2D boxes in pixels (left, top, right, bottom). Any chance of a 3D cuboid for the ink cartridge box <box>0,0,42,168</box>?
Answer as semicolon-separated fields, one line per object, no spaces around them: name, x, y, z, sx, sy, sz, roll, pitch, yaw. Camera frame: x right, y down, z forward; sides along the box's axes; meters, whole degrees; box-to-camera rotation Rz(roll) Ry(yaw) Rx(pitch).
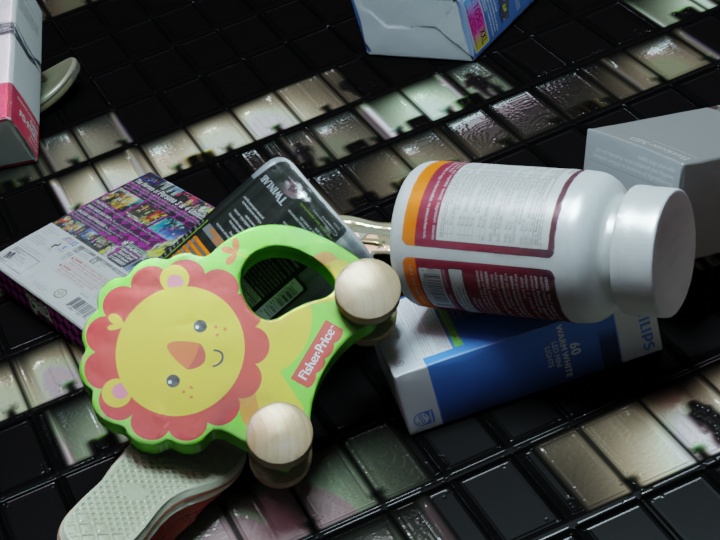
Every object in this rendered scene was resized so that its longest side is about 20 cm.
ink cartridge box;-0.410;-0.202;1.989;0.144;0.084;0.200;-10;57;10

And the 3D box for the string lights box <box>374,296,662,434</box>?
string lights box;0.113;0.043;1.447;0.200;0.059;0.103;-18;31;-3

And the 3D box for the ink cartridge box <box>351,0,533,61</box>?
ink cartridge box;0.102;-0.298;1.987;0.136;0.076;0.200;8;37;34

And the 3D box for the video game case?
video game case;-0.208;-0.009;1.702;0.181;0.036;0.200;-32;34;-24

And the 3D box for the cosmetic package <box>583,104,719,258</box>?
cosmetic package;0.273;-0.072;1.478;0.200;0.090;0.107;-11;24;-39

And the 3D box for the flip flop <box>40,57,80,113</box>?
flip flop;-0.399;-0.194;2.068;0.199;0.058;0.081;-12;31;7

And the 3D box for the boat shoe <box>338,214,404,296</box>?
boat shoe;0.000;0.000;1.562;0.199;0.072;0.065;-3;32;11

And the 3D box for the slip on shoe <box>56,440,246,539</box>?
slip on shoe;-0.150;0.167;1.369;0.074;0.061;0.200;29;34;15

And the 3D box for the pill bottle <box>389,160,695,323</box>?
pill bottle;0.130;-0.020;1.377;0.200;0.110;0.110;6;37;28

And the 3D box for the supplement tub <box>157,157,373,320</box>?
supplement tub;-0.097;0.018;1.488;0.200;0.123;0.123;-41;33;0

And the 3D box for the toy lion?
toy lion;-0.095;0.049;1.383;0.191;0.069;0.200;30;72;9
